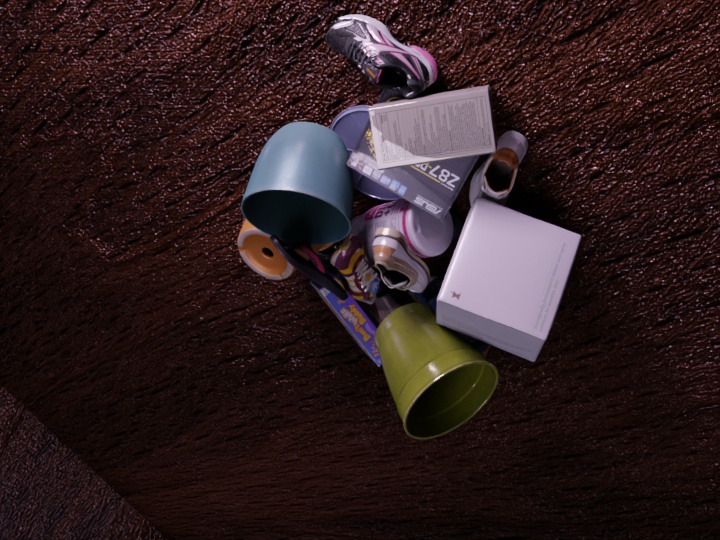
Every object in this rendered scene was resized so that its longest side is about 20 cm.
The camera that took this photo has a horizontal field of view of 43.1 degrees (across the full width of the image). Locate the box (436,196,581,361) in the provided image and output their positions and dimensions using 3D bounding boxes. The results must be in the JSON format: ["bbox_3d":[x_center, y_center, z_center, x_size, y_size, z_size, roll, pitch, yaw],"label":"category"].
[{"bbox_3d":[0.252,0.018,1.579,0.197,0.202,0.172,20,165,11],"label":"box"}]

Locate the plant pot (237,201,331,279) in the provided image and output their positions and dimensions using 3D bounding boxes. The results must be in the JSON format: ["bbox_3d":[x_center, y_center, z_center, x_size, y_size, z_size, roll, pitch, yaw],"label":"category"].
[{"bbox_3d":[-0.146,-0.089,1.785,0.197,0.184,0.202,18,138,17],"label":"plant pot"}]

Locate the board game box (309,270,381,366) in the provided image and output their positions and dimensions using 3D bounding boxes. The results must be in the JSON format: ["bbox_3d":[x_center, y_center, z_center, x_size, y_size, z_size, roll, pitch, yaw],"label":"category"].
[{"bbox_3d":[-0.019,0.094,1.870,0.201,0.045,0.134,53,175,-12],"label":"board game box"}]

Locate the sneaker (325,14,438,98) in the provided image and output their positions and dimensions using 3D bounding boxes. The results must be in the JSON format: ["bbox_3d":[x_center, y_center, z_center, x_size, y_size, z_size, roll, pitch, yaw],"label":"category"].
[{"bbox_3d":[0.028,-0.348,1.490,0.197,0.087,0.081,25,138,11],"label":"sneaker"}]

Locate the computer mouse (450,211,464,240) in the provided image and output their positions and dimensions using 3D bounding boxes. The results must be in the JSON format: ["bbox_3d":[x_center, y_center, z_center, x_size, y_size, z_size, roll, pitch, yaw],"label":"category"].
[{"bbox_3d":[0.128,-0.056,1.755,0.058,0.034,0.199,42,140,-12],"label":"computer mouse"}]

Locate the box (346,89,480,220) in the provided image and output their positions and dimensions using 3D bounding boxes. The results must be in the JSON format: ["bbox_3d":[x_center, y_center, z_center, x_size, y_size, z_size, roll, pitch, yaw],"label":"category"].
[{"bbox_3d":[0.097,-0.206,1.564,0.198,0.049,0.163,30,114,0],"label":"box"}]

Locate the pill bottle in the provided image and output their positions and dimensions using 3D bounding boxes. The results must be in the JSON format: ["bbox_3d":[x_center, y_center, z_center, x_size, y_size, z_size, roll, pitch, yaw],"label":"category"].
[{"bbox_3d":[0.069,-0.072,1.706,0.198,0.114,0.114,-11,125,51],"label":"pill bottle"}]

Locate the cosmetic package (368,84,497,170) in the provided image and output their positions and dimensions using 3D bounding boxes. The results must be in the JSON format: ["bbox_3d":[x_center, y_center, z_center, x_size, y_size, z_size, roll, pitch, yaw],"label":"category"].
[{"bbox_3d":[0.120,-0.233,1.485,0.196,0.073,0.106,-6,106,13],"label":"cosmetic package"}]

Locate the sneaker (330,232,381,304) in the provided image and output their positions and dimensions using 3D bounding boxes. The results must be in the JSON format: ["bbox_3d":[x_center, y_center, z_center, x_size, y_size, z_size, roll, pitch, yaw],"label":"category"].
[{"bbox_3d":[0.000,0.000,1.695,0.090,0.075,0.200,36,167,14],"label":"sneaker"}]

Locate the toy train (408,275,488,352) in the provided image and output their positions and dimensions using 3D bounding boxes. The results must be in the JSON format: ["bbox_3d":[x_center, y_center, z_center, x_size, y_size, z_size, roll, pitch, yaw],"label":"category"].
[{"bbox_3d":[0.174,0.097,1.791,0.201,0.086,0.115,54,151,19],"label":"toy train"}]

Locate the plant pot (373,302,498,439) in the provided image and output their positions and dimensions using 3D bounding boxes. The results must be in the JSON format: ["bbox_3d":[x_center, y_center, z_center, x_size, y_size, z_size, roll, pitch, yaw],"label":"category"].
[{"bbox_3d":[0.121,0.170,1.686,0.194,0.197,0.202,56,154,36],"label":"plant pot"}]

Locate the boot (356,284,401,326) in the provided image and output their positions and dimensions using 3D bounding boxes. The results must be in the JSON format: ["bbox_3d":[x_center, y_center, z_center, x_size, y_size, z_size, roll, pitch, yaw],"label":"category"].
[{"bbox_3d":[0.055,0.107,1.877,0.148,0.070,0.200,62,166,-14],"label":"boot"}]

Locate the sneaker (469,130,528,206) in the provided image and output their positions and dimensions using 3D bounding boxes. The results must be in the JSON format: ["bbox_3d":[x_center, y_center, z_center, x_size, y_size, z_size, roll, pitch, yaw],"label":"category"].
[{"bbox_3d":[0.223,-0.146,1.564,0.072,0.085,0.201,25,143,7],"label":"sneaker"}]

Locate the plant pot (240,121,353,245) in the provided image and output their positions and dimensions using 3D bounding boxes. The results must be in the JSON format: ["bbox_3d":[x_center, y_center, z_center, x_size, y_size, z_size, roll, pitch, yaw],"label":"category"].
[{"bbox_3d":[-0.101,-0.163,1.626,0.197,0.164,0.201,8,156,4],"label":"plant pot"}]

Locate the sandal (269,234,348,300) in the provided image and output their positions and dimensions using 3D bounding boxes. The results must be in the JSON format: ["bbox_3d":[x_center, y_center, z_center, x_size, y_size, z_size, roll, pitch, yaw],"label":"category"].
[{"bbox_3d":[-0.088,-0.016,1.672,0.199,0.075,0.045,37,101,-31],"label":"sandal"}]

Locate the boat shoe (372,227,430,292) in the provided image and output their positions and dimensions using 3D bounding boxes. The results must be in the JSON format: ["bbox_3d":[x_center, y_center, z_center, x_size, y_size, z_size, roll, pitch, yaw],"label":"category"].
[{"bbox_3d":[0.067,-0.001,1.625,0.074,0.070,0.200,4,156,29],"label":"boat shoe"}]

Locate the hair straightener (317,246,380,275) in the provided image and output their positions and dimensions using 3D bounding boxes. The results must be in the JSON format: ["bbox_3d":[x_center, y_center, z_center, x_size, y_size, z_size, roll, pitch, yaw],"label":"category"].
[{"bbox_3d":[-0.042,-0.025,1.901,0.197,0.041,0.078,7,134,34],"label":"hair straightener"}]

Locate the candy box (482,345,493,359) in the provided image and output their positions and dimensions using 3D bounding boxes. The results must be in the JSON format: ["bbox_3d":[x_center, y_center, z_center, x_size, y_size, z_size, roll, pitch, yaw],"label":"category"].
[{"bbox_3d":[0.166,0.175,1.894,0.197,0.116,0.056,0,131,33],"label":"candy box"}]

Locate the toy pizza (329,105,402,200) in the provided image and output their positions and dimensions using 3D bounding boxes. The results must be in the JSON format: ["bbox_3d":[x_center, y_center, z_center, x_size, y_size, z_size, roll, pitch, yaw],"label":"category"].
[{"bbox_3d":[0.033,-0.216,1.661,0.197,0.032,0.202,19,137,18],"label":"toy pizza"}]
